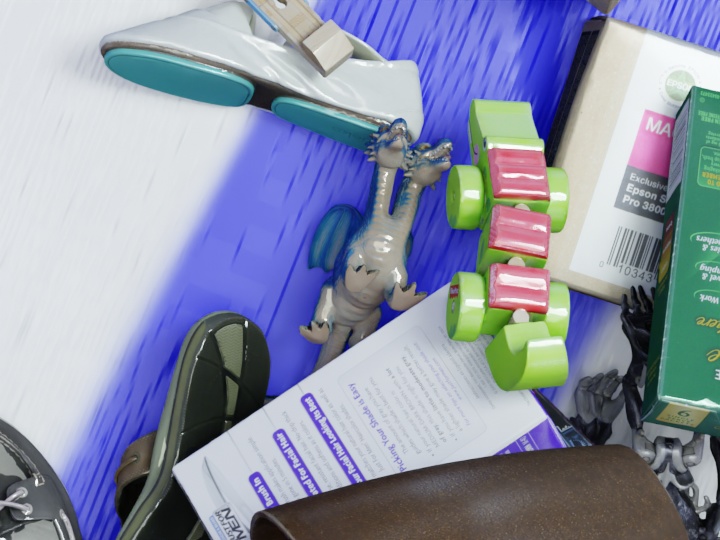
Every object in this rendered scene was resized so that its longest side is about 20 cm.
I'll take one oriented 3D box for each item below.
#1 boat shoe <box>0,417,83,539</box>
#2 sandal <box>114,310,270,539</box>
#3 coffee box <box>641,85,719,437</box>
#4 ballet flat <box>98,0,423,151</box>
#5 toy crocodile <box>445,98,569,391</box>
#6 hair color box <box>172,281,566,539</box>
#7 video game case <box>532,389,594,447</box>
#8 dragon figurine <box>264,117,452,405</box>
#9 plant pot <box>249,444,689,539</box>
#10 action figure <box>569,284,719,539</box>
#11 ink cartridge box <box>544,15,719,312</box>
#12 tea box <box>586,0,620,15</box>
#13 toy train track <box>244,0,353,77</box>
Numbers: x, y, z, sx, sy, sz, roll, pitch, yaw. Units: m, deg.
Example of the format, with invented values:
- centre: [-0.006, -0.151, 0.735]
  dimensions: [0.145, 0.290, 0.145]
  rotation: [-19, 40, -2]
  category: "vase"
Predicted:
- centre: [-0.194, 0.178, 1.546]
  dimensions: [0.067, 0.057, 0.200]
  rotation: [-23, 95, -3]
  category: "boat shoe"
- centre: [-0.110, 0.118, 1.551]
  dimensions: [0.080, 0.057, 0.201]
  rotation: [19, 92, -45]
  category: "sandal"
- centre: [0.229, 0.001, 1.461]
  dimensions: [0.123, 0.044, 0.200]
  rotation: [11, 66, -7]
  category: "coffee box"
- centre: [-0.056, -0.125, 1.543]
  dimensions: [0.200, 0.069, 0.070]
  rotation: [16, 92, -9]
  category: "ballet flat"
- centre: [0.087, -0.017, 1.460]
  dimensions: [0.067, 0.062, 0.200]
  rotation: [7, 56, -9]
  category: "toy crocodile"
- centre: [0.005, 0.110, 1.482]
  dimensions: [0.200, 0.065, 0.109]
  rotation: [-33, 59, -1]
  category: "hair color box"
- centre: [0.059, 0.165, 1.493]
  dimensions: [0.200, 0.036, 0.181]
  rotation: [-43, 57, -5]
  category: "video game case"
- centre: [0.000, 0.000, 1.543]
  dimensions: [0.059, 0.100, 0.200]
  rotation: [19, 132, -12]
  category: "dragon figurine"
- centre: [0.070, 0.174, 1.373]
  dimensions: [0.200, 0.187, 0.187]
  rotation: [-23, 95, -16]
  category: "plant pot"
- centre: [0.184, 0.103, 1.545]
  dimensions: [0.119, 0.102, 0.200]
  rotation: [12, 131, 4]
  category: "action figure"
- centre: [0.209, -0.047, 1.557]
  dimensions: [0.200, 0.075, 0.165]
  rotation: [17, 93, -4]
  category: "ink cartridge box"
- centre: [0.130, -0.290, 1.495]
  dimensions: [0.200, 0.134, 0.197]
  rotation: [39, 90, 3]
  category: "tea box"
- centre: [-0.079, -0.195, 1.515]
  dimensions: [0.115, 0.033, 0.200]
  rotation: [-40, 78, -19]
  category: "toy train track"
